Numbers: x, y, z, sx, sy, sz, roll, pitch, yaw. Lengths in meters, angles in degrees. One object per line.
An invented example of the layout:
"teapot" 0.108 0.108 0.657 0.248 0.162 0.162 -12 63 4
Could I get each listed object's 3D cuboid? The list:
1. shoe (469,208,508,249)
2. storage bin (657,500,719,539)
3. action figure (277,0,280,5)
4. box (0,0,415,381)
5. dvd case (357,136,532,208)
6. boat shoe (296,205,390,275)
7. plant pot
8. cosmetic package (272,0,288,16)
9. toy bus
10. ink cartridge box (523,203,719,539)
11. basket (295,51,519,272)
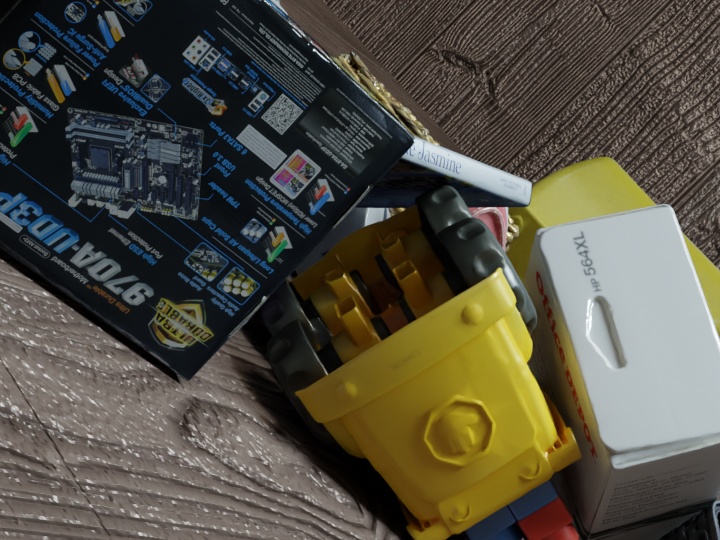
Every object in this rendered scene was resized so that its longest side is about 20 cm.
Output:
"shoe" 0.074 0.030 1.317 0.091 0.071 0.200 55 -28 33
"storage bin" 0.226 0.243 1.129 0.200 0.094 0.135 41 26 -22
"action figure" -0.129 -0.189 1.518 0.200 0.130 0.070 29 55 -55
"box" -0.094 -0.063 0.903 0.200 0.159 0.046 38 8 -37
"dvd case" -0.016 -0.066 1.165 0.142 0.018 0.200 2 -10 43
"boat shoe" 0.000 0.000 1.295 0.066 0.072 0.200 54 14 -44
"plant pot" 0.156 0.043 1.569 0.200 0.200 0.176 49 20 21
"cosmetic package" -0.172 -0.155 0.987 0.199 0.123 0.200 24 19 -36
"toy bus" 0.048 0.070 1.125 0.192 0.135 0.200 57 2 -17
"ink cartridge box" 0.145 0.077 1.160 0.200 0.084 0.146 96 -19 -63
"basket" -0.017 -0.027 1.444 0.200 0.149 0.143 48 43 15
